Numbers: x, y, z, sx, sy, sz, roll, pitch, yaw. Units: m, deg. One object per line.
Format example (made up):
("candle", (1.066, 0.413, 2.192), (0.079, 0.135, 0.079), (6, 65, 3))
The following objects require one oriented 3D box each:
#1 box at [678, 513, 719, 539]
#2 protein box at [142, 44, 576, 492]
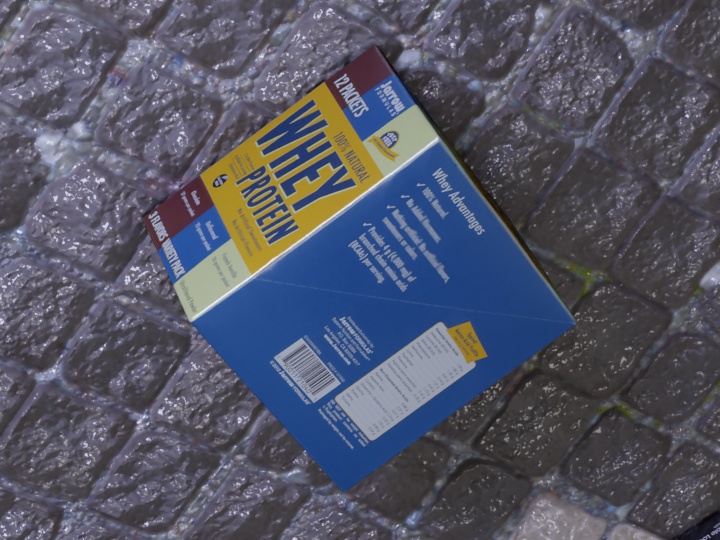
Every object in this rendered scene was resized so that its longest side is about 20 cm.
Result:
("box", (0.305, 0.260, 2.065), (0.200, 0.036, 0.143), (-32, 128, 2))
("protein box", (0.000, 0.000, 1.712), (0.200, 0.135, 0.199), (-36, 127, 4))
